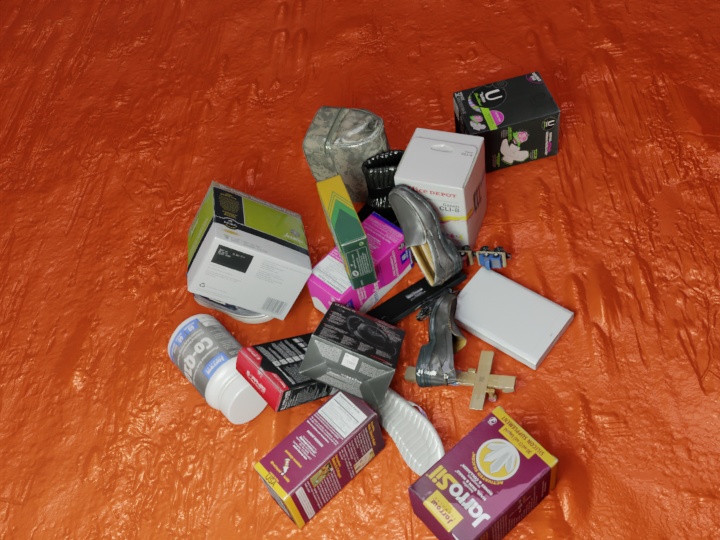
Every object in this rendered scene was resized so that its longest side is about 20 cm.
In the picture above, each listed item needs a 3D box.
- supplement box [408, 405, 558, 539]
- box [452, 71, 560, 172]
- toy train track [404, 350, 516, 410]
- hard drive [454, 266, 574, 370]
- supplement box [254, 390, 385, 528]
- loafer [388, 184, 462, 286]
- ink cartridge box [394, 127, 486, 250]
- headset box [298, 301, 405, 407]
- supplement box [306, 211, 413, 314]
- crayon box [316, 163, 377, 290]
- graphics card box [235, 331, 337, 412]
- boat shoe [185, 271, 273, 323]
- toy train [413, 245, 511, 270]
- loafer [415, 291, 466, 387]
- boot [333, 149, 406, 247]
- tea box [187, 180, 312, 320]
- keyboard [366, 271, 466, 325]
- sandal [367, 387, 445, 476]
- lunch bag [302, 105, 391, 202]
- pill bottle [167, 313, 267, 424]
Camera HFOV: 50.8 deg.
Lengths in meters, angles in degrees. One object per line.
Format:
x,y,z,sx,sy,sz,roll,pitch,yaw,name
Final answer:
0.188,0.331,1.164,0.199,0.104,0.131,-38,55,-18,supplement box
0.316,-0.320,1.652,0.197,0.125,0.150,-13,51,0,box
0.174,0.195,1.328,0.197,0.033,0.116,3,52,24,toy train track
0.272,0.083,1.399,0.199,0.026,0.132,30,63,30,hard drive
-0.062,0.302,1.237,0.199,0.111,0.085,-40,53,-20,supplement box
0.111,-0.065,1.409,0.072,0.073,0.201,-39,95,-32,loafer
0.162,-0.153,1.499,0.143,0.201,0.146,11,54,21,ink cartridge box
-0.007,0.135,1.307,0.147,0.078,0.200,22,17,2,headset box
0.000,0.000,1.475,0.103,0.102,0.200,34,65,32,supplement box
-0.030,-0.082,1.399,0.051,0.127,0.202,-18,50,-3,crayon box
-0.104,0.171,1.326,0.198,0.052,0.125,-10,38,-46,graphics card box
-0.258,0.040,1.504,0.197,0.093,0.075,10,54,20,boat shoe
0.194,-0.026,1.476,0.197,0.034,0.046,2,39,26,toy train
0.153,0.123,1.338,0.071,0.073,0.202,4,50,19,loafer
0.022,-0.141,1.548,0.210,0.159,0.079,-36,53,-18,boot
-0.216,-0.039,1.454,0.198,0.134,0.198,20,31,-24,tea box
0.116,0.063,1.454,0.198,0.040,0.104,-31,28,-12,keyboard
0.086,0.261,1.275,0.049,0.083,0.203,5,32,-43,sandal
-0.008,-0.241,1.614,0.165,0.201,0.141,10,56,24,lunch bag
-0.254,0.179,1.378,0.113,0.115,0.199,-38,53,-19,pill bottle
